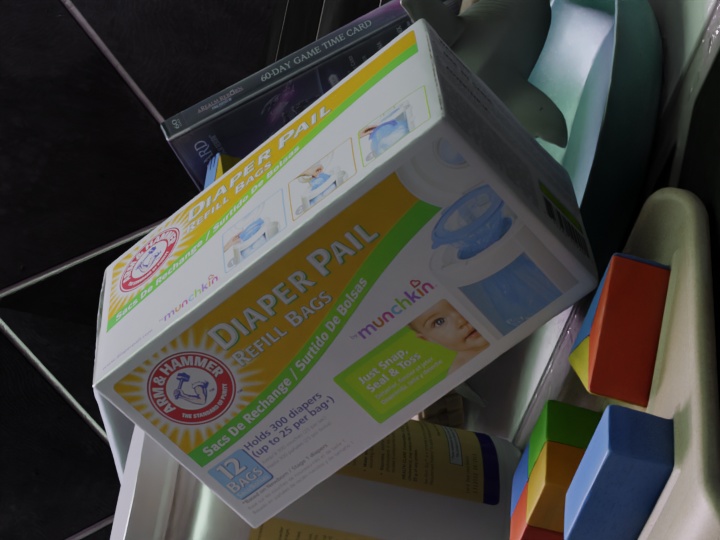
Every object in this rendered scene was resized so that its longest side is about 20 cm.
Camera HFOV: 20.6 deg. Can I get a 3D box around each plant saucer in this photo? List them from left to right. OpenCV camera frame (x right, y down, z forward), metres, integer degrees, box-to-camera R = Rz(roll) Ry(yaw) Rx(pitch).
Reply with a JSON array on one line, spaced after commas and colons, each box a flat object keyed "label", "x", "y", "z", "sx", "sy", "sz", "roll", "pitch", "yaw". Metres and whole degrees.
[{"label": "plant saucer", "x": 0.110, "y": -0.062, "z": 0.989, "sx": 0.200, "sy": 0.036, "sz": 0.200, "roll": -168, "pitch": 90, "yaw": -81}]

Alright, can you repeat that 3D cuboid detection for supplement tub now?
[{"label": "supplement tub", "x": -0.024, "y": 0.139, "z": 1.022, "sx": 0.145, "sy": 0.200, "sz": 0.145, "roll": -168, "pitch": 90, "yaw": -82}]

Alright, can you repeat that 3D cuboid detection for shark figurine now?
[{"label": "shark figurine", "x": 0.057, "y": -0.051, "z": 0.966, "sx": 0.128, "sy": 0.089, "sz": 0.215, "roll": 33, "pitch": -105, "yaw": -63}]

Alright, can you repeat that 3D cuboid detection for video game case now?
[{"label": "video game case", "x": -0.011, "y": -0.098, "z": 1.220, "sx": 0.019, "sy": 0.200, "sz": 0.143, "roll": 63, "pitch": -179, "yaw": 28}]

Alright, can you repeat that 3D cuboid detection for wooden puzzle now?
[{"label": "wooden puzzle", "x": 0.098, "y": 0.090, "z": 0.812, "sx": 0.200, "sy": 0.046, "sz": 0.185, "roll": -88, "pitch": 13, "yaw": -50}]

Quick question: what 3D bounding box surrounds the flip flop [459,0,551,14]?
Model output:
[{"label": "flip flop", "x": 0.094, "y": -0.174, "z": 1.095, "sx": 0.200, "sy": 0.081, "sz": 0.058, "roll": 106, "pitch": -179, "yaw": -50}]

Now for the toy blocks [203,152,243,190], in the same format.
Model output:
[{"label": "toy blocks", "x": -0.067, "y": -0.009, "z": 1.157, "sx": 0.200, "sy": 0.100, "sz": 0.137, "roll": 148, "pitch": 134, "yaw": -68}]

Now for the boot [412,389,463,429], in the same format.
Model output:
[{"label": "boot", "x": 0.000, "y": 0.000, "z": 1.132, "sx": 0.166, "sy": 0.072, "sz": 0.200, "roll": 18, "pitch": 111, "yaw": 57}]

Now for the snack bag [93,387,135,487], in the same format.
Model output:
[{"label": "snack bag", "x": -0.053, "y": 0.144, "z": 1.165, "sx": 0.021, "sy": 0.189, "sz": 0.200, "roll": -63, "pitch": 33, "yaw": 30}]

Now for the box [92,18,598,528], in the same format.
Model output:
[{"label": "box", "x": -0.011, "y": 0.003, "z": 0.888, "sx": 0.200, "sy": 0.112, "sz": 0.101, "roll": -37, "pitch": 26, "yaw": 18}]
